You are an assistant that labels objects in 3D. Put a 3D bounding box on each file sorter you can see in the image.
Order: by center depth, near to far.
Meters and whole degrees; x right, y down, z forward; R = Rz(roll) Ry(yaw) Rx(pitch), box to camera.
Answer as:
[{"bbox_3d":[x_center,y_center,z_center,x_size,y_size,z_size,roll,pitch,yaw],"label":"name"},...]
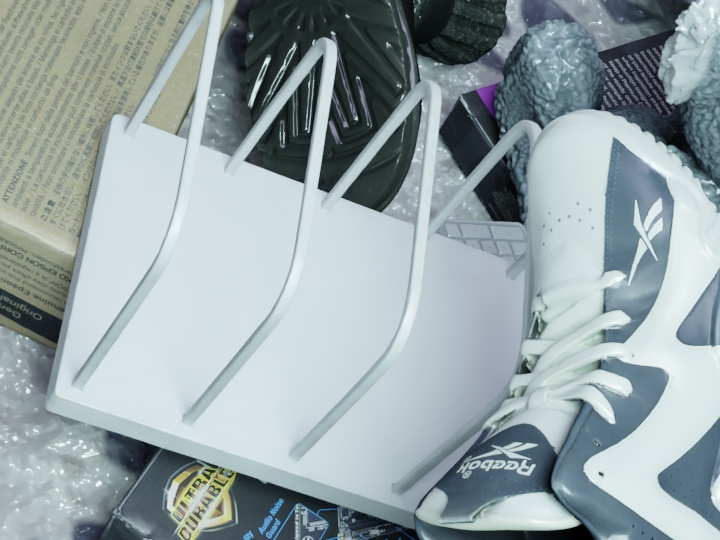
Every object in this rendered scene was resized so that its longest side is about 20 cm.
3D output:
[{"bbox_3d":[0.000,0.000,0.794,0.199,0.125,0.140,20,53,-18],"label":"file sorter"}]

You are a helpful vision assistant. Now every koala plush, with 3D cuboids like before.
[{"bbox_3d":[0.177,-0.061,0.910,0.176,0.200,0.185,9,56,-20],"label":"koala plush"}]

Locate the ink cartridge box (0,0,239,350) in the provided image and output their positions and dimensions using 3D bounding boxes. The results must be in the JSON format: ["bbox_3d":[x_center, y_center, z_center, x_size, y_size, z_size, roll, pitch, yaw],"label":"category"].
[{"bbox_3d":[-0.158,-0.086,0.894,0.164,0.075,0.201,26,51,-7],"label":"ink cartridge box"}]

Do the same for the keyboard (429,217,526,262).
[{"bbox_3d":[0.080,0.061,0.887,0.056,0.011,0.201,-2,57,-27],"label":"keyboard"}]

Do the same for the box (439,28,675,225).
[{"bbox_3d":[0.155,-0.049,1.042,0.199,0.036,0.144,-20,69,-33],"label":"box"}]

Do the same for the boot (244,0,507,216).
[{"bbox_3d":[0.014,-0.112,0.969,0.158,0.079,0.213,23,58,-60],"label":"boot"}]

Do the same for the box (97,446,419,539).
[{"bbox_3d":[0.018,0.100,0.866,0.198,0.050,0.200,33,49,1],"label":"box"}]

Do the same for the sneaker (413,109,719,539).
[{"bbox_3d":[0.069,0.044,0.676,0.129,0.079,0.201,-5,85,-44],"label":"sneaker"}]

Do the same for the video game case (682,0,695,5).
[{"bbox_3d":[0.260,-0.138,1.094,0.198,0.023,0.182,9,17,-20],"label":"video game case"}]
